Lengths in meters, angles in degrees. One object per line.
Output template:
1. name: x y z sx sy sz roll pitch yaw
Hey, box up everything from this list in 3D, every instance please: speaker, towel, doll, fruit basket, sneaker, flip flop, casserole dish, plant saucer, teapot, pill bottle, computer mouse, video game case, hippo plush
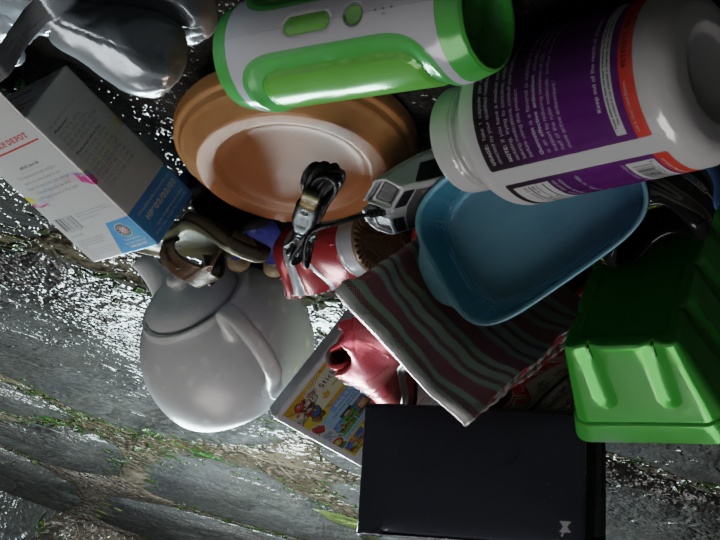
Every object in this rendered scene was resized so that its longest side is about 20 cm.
1. speaker: -0.001 -0.156 0.856 0.200 0.089 0.088 -3 150 35
2. towel: 0.087 0.026 1.008 0.146 0.200 0.030 44 131 14
3. doll: -0.123 -0.058 1.181 0.136 0.049 0.200 8 155 14
4. fruit basket: 0.251 0.065 1.034 0.155 0.216 0.216 -4 149 36
5. sneaker: 0.000 0.000 1.173 0.112 0.071 0.200 -7 159 30
6. flip flop: -0.153 -0.014 1.151 0.081 0.058 0.200 26 165 -39
7. sneaker: 0.009 0.080 1.179 0.086 0.074 0.200 -5 154 -6
8. casserole dish: 0.130 -0.043 0.949 0.200 0.121 0.039 -37 161 26
9. plant saucer: -0.054 -0.094 1.031 0.199 0.038 0.200 3 150 1
10. teapot: -0.150 0.059 1.308 0.199 0.198 0.146 -15 124 22
11. pill bottle: 0.144 -0.107 0.840 0.200 0.113 0.112 -10 146 44
12. sneaker: 0.189 0.050 1.142 0.108 0.067 0.202 17 120 -29
13. computer mouse: 0.035 -0.063 1.009 0.199 0.044 0.110 -13 147 -17
14. sneaker: 0.174 -0.042 0.975 0.199 0.083 0.071 -8 149 28
15. video game case: 0.034 0.104 1.289 0.182 0.200 0.023 34 -173 -36
16. hippo plush: -0.198 -0.174 0.830 0.161 0.200 0.159 -5 128 53

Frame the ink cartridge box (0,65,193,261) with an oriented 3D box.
1. ink cartridge box: -0.258 -0.103 1.110 0.115 0.068 0.200 -11 131 48

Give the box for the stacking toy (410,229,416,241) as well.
1. stacking toy: 0.109 0.015 1.172 0.085 0.086 0.200 -2 146 34

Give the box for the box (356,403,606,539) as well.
1. box: 0.117 0.188 1.156 0.196 0.118 0.200 1 170 15
